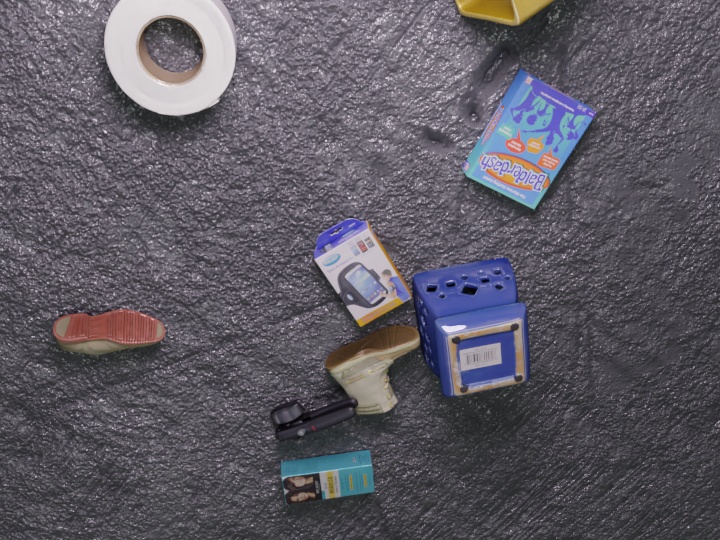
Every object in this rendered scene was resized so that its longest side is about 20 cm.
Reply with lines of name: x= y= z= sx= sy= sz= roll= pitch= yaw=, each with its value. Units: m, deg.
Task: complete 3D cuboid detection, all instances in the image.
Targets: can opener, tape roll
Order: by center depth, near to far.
tape roll: x=-0.291 y=-0.348 z=1.196 sx=0.199 sy=0.071 sz=0.205 roll=-3 pitch=118 yaw=-6
can opener: x=-0.093 y=0.302 z=1.558 sx=0.198 sy=0.064 sz=0.079 roll=-16 pitch=125 yaw=25

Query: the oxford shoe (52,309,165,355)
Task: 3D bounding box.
oxford shoe: x=-0.468 y=0.121 z=1.443 sx=0.197 sy=0.072 sz=0.074 roll=4 pitch=143 yaw=-10

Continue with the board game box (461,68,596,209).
board game box: x=0.294 y=-0.227 z=1.353 sx=0.151 sy=0.045 sz=0.201 roll=21 pitch=115 yaw=-18

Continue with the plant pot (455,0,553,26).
plant pot: x=0.239 y=-0.502 z=1.121 sx=0.198 sy=0.194 sz=0.197 roll=-30 pitch=119 yaw=-7

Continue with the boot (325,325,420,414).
boot: x=0.048 y=0.204 z=1.541 sx=0.198 sy=0.072 sz=0.156 roll=-22 pitch=118 yaw=11

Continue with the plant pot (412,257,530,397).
plant pot: x=0.215 y=0.116 z=1.453 sx=0.197 sy=0.180 sz=0.202 roll=-10 pitch=120 yaw=-2

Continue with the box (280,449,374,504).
box: x=-0.071 y=0.449 z=1.672 sx=0.197 sy=0.049 sz=0.083 roll=-7 pitch=119 yaw=-4

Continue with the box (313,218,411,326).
box: x=0.000 y=0.000 z=1.442 sx=0.118 sy=0.042 sz=0.201 roll=-29 pitch=120 yaw=9
